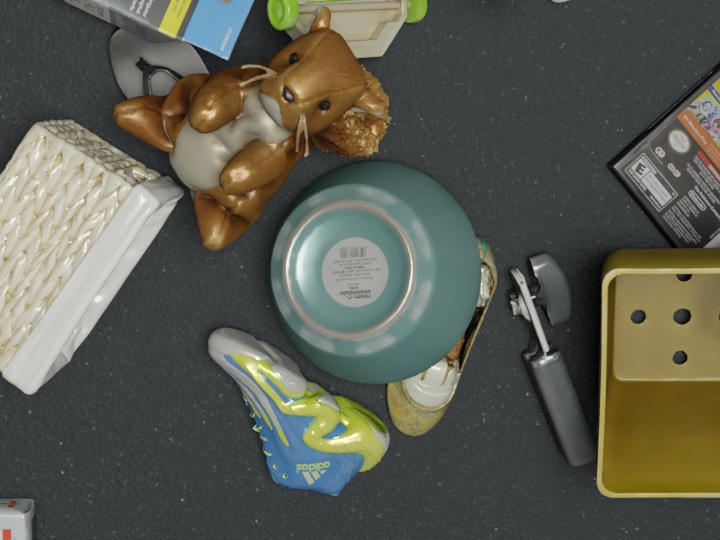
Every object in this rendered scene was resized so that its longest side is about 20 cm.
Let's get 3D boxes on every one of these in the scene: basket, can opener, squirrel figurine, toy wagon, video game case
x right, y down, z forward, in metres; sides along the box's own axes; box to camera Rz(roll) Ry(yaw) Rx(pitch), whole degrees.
[{"bbox_3d":[-0.261,-0.019,0.964,0.123,0.136,0.201,34,97,-4],"label":"basket"},{"bbox_3d":[0.191,0.083,1.069,0.066,0.053,0.201,-23,102,-1],"label":"can opener"},{"bbox_3d":[-0.060,-0.135,0.918,0.186,0.200,0.142,-33,88,37],"label":"squirrel figurine"},{"bbox_3d":[-0.014,-0.283,0.961,0.154,0.039,0.202,-12,104,-38],"label":"toy wagon"},{"bbox_3d":[0.364,-0.085,1.072,0.181,0.026,0.200,-42,100,2],"label":"video game case"}]

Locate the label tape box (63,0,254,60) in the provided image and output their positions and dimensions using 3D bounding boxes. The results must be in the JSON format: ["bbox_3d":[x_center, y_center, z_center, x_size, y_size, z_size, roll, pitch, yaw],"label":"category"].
[{"bbox_3d":[-0.177,-0.276,0.956,0.199,0.063,0.145,24,83,-9],"label":"label tape box"}]

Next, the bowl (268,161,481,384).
[{"bbox_3d":[0.000,0.000,0.980,0.199,0.105,0.203,0,88,14],"label":"bowl"}]

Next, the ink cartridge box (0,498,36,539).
[{"bbox_3d":[-0.403,0.295,1.050,0.198,0.050,0.164,-1,99,-9],"label":"ink cartridge box"}]

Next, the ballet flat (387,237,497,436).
[{"bbox_3d":[0.076,0.065,1.048,0.070,0.071,0.201,19,97,-8],"label":"ballet flat"}]

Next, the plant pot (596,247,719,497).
[{"bbox_3d":[0.302,0.068,0.999,0.198,0.177,0.202,0,107,5],"label":"plant pot"}]

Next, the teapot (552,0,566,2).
[{"bbox_3d":[0.119,-0.298,0.923,0.198,0.197,0.147,-2,89,-14],"label":"teapot"}]

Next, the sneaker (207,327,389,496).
[{"bbox_3d":[-0.074,0.141,1.042,0.199,0.076,0.105,35,95,-11],"label":"sneaker"}]

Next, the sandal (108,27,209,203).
[{"bbox_3d":[-0.152,-0.134,1.005,0.076,0.043,0.201,-31,101,0],"label":"sandal"}]
